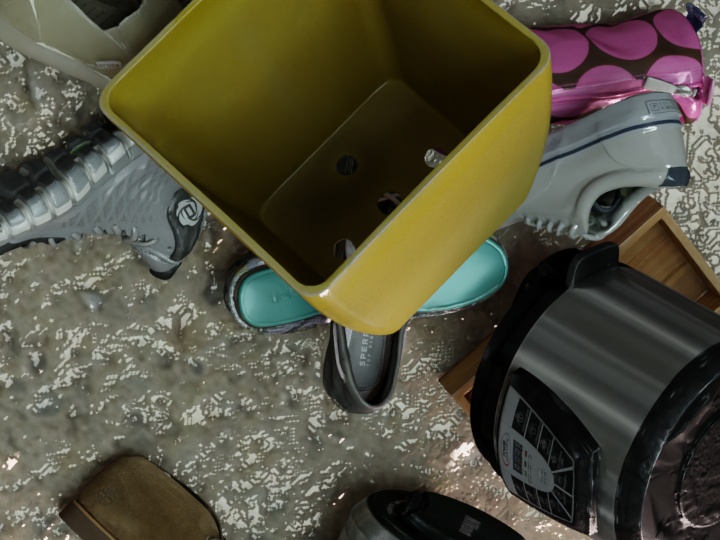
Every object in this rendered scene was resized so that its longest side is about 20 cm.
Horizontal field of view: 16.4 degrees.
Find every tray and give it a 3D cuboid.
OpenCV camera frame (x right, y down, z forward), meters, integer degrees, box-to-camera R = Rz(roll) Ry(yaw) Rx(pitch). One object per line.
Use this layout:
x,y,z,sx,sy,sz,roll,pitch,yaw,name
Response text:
0.162,0.050,1.786,0.200,0.037,0.099,-42,116,-2,tray

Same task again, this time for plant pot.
-0.003,-0.077,1.518,0.200,0.200,0.177,-45,153,-7,plant pot

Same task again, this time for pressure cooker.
0.171,0.091,1.680,0.176,0.200,0.178,-56,141,-2,pressure cooker

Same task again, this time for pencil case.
0.134,-0.126,1.681,0.199,0.094,0.091,-10,127,-13,pencil case

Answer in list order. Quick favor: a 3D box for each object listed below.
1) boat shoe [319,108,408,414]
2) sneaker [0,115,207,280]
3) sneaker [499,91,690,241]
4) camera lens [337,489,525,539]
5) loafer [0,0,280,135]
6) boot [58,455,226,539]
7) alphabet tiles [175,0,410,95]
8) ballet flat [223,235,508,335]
0.011,-0.005,1.633,0.066,0.057,0.202,3,95,-18,boat shoe
-0.172,-0.026,1.628,0.199,0.075,0.116,-33,118,-6,sneaker
0.136,-0.052,1.660,0.073,0.200,0.071,-1,72,-39,sneaker
0.036,0.266,1.751,0.159,0.160,0.201,19,102,-23,camera lens
-0.137,-0.146,1.571,0.199,0.076,0.068,19,136,-12,loafer
-0.108,0.206,1.707,0.200,0.074,0.076,43,82,-1,boot
-0.033,-0.157,1.610,0.167,0.008,0.200,37,124,-25,alphabet tiles
0.000,0.000,1.696,0.199,0.072,0.073,-8,111,-17,ballet flat
